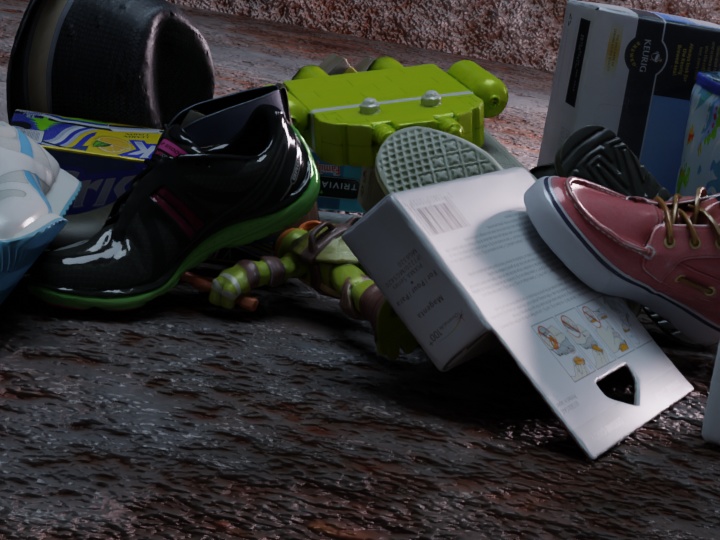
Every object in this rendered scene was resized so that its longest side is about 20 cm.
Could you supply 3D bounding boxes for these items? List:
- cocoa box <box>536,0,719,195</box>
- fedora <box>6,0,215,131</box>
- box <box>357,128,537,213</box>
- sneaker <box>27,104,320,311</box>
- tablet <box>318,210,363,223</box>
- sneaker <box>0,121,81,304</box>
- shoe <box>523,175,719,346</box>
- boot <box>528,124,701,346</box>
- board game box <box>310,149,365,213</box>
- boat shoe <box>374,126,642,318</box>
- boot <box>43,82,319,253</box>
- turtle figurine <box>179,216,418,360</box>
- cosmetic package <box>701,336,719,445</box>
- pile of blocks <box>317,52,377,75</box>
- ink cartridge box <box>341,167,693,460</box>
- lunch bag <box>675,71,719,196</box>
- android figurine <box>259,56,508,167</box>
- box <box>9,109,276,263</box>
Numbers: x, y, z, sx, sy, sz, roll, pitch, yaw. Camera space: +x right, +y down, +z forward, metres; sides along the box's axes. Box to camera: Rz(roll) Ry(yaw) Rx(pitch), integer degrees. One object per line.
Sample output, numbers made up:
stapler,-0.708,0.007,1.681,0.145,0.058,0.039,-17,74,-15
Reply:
cocoa box,0.224,-0.109,1.433,0.130,0.201,0.133,8,11,-5
fedora,-0.164,-0.132,1.267,0.091,0.202,0.200,19,15,29
box,0.068,-0.049,1.280,0.094,0.078,0.200,7,19,-15
sneaker,-0.117,-0.040,1.051,0.200,0.084,0.077,-31,28,-29
tablet,-0.047,-0.032,1.325,0.199,0.014,0.130,6,12,-15
sneaker,-0.211,-0.033,0.984,0.081,0.077,0.200,40,7,-14
shoe,0.189,-0.025,1.060,0.200,0.091,0.072,28,35,-39
boot,0.182,-0.015,1.262,0.072,0.182,0.200,-29,-8,-11
board game box,-0.074,-0.083,1.433,0.199,0.047,0.151,4,8,-26
boat shoe,0.092,-0.019,1.139,0.200,0.075,0.062,35,-14,10
boot,-0.127,-0.060,1.127,0.199,0.098,0.075,-11,15,-20
turtle figurine,0.000,0.000,1.087,0.199,0.065,0.161,-1,16,-41
cosmetic package,0.303,0.006,0.961,0.167,0.201,0.166,15,14,26
pile of blocks,0.053,-0.118,1.437,0.200,0.062,0.082,44,-12,7
ink cartridge box,0.095,0.026,0.995,0.174,0.044,0.200,54,25,10
lunch bag,0.287,-0.049,1.275,0.127,0.171,0.200,4,11,-21
android figurine,0.016,-0.117,1.279,0.181,0.041,0.200,-7,20,-12
box,-0.145,-0.055,1.206,0.199,0.070,0.064,8,23,-6
